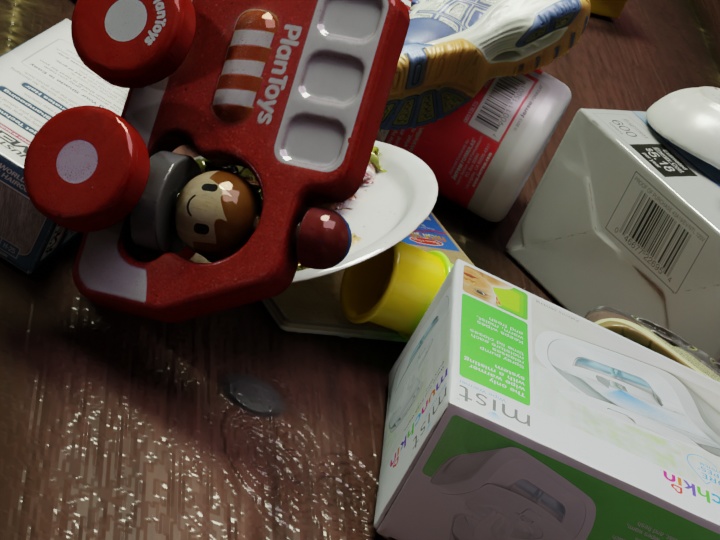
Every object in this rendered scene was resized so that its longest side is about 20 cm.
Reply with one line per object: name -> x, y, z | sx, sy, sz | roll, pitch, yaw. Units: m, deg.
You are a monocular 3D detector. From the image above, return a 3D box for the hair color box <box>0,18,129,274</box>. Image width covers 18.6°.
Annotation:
hair color box -> -0.186, -0.078, 1.309 | 0.100, 0.061, 0.200 | 32, 26, 5

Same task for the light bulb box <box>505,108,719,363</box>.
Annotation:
light bulb box -> 0.247, -0.007, 1.526 | 0.200, 0.125, 0.198 | -3, 39, -45

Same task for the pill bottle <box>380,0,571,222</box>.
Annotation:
pill bottle -> 0.039, -0.128, 1.559 | 0.200, 0.112, 0.112 | 30, 26, 4

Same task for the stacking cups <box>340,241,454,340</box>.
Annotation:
stacking cups -> 0.085, 0.036, 1.345 | 0.200, 0.061, 0.061 | 23, 25, -27

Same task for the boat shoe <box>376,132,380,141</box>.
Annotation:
boat shoe -> -0.067, -0.109, 1.456 | 0.200, 0.070, 0.070 | 31, 28, 26

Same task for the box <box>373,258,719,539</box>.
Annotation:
box -> 0.117, 0.108, 1.227 | 0.200, 0.097, 0.177 | 25, 24, -7

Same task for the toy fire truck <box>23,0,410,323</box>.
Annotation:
toy fire truck -> -0.073, -0.069, 1.183 | 0.168, 0.201, 0.112 | 11, -12, 23

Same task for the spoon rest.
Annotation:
spoon rest -> 0.284, -0.071, 1.487 | 0.200, 0.061, 0.099 | 25, 22, 25

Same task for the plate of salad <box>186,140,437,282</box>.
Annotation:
plate of salad -> -0.054, -0.046, 1.306 | 0.199, 0.048, 0.200 | -8, 27, 4

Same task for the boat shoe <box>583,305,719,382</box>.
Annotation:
boat shoe -> 0.213, 0.088, 1.345 | 0.200, 0.073, 0.065 | 42, 25, -14

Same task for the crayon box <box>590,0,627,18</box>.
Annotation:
crayon box -> 0.175, -0.302, 2.077 | 0.127, 0.051, 0.200 | 9, 31, -34

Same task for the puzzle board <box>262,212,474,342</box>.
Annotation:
puzzle board -> 0.000, 0.000, 1.400 | 0.200, 0.017, 0.151 | 7, 32, -37

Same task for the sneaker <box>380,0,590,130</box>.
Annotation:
sneaker -> 0.056, -0.161, 1.483 | 0.200, 0.075, 0.088 | -23, 63, -30
